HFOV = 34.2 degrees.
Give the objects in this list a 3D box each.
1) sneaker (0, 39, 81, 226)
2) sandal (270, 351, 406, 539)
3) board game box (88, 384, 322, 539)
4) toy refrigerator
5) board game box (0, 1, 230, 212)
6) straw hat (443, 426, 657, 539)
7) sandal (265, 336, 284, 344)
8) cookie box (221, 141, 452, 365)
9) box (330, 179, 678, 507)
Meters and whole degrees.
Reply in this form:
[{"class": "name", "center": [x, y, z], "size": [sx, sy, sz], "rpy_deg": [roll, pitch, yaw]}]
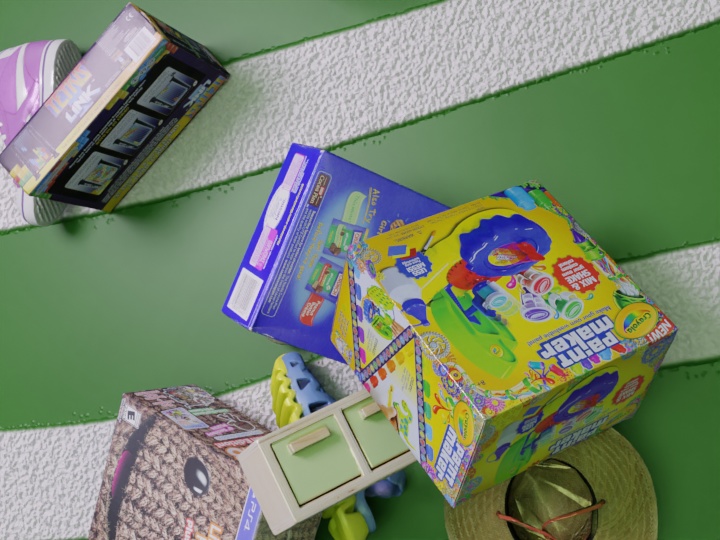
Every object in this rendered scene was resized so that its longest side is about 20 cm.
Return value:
[{"class": "sneaker", "center": [-0.361, -0.144, 1.251], "size": [0.113, 0.073, 0.203], "rpy_deg": [-1, 76, 19]}, {"class": "sandal", "center": [-0.023, 0.166, 1.137], "size": [0.086, 0.080, 0.201], "rpy_deg": [-23, 73, -19]}, {"class": "board game box", "center": [-0.144, 0.223, 1.104], "size": [0.199, 0.096, 0.161], "rpy_deg": [24, 105, 35]}, {"class": "toy refrigerator", "center": [0.003, 0.145, 1.004], "size": [0.199, 0.070, 0.076], "rpy_deg": [-22, 79, -27]}, {"class": "board game box", "center": [-0.239, -0.155, 1.162], "size": [0.057, 0.165, 0.200], "rpy_deg": [45, 98, 12]}, {"class": "straw hat", "center": [0.173, 0.212, 1.063], "size": [0.199, 0.085, 0.203], "rpy_deg": [2, 98, 10]}, {"class": "sandal", "center": [-0.019, 0.001, 1.144], "size": [0.201, 0.057, 0.080], "rpy_deg": [-42, 78, 4]}, {"class": "cookie box", "center": [0.000, 0.000, 1.073], "size": [0.075, 0.199, 0.173], "rpy_deg": [27, 94, 60]}, {"class": "box", "center": [0.113, 0.054, 0.970], "size": [0.199, 0.123, 0.193], "rpy_deg": [-21, 55, -28]}]
